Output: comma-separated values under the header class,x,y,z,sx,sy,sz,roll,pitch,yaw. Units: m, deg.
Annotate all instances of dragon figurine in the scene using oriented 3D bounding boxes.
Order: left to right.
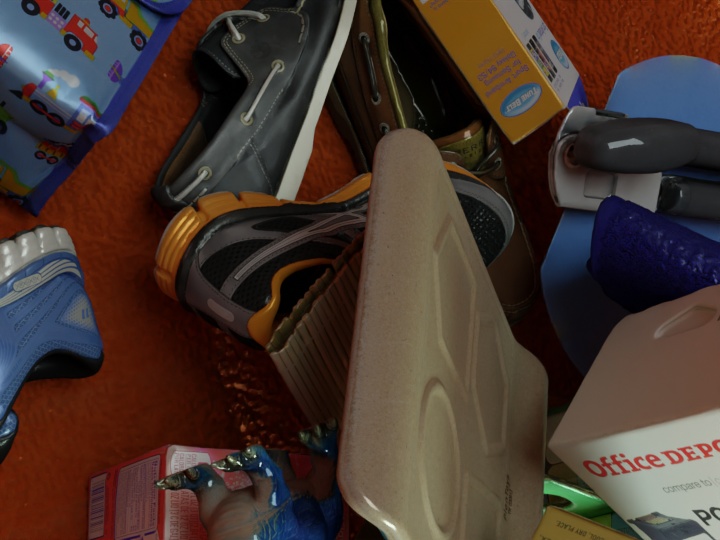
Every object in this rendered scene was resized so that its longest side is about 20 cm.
class,x,y,z,sx,sy,sz,roll,pitch,yaw
dragon figurine,-0.025,0.119,0.691,0.200,0.058,0.100,-10,80,-63

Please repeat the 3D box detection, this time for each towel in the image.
class,x,y,z,sx,sy,sz,roll,pitch,yaw
towel,0.208,0.033,0.823,0.199,0.148,0.050,27,91,20

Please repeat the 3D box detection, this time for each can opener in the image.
class,x,y,z,sx,sy,sz,roll,pitch,yaw
can opener,0.186,-0.051,0.898,0.199,0.067,0.054,5,97,-33

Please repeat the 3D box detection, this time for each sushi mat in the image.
class,x,y,z,sx,sy,sz,roll,pitch,yaw
sushi mat,0.018,0.059,0.808,0.096,0.012,0.201,-48,142,-17

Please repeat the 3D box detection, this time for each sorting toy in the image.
class,x,y,z,sx,sy,sz,roll,pitch,yaw
sorting toy,0.037,0.067,0.737,0.200,0.036,0.186,57,32,-48

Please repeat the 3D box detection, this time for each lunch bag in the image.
class,x,y,z,sx,sy,sz,roll,pitch,yaw
lunch bag,-0.158,-0.155,0.815,0.150,0.094,0.201,38,49,-14

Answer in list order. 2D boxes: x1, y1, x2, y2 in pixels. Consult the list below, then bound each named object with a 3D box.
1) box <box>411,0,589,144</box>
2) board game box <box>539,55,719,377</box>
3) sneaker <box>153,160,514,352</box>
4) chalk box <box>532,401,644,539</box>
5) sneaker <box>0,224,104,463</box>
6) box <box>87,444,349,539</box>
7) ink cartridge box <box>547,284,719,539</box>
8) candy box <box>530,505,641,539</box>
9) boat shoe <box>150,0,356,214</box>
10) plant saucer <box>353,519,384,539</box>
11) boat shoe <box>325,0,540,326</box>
class,x,y,z,sx,sy,sz,roll,pitch,yaw
box,0.060,-0.151,0.916,0.201,0.041,0.119,57,17,-6
board game box,0.166,-0.022,0.955,0.157,0.039,0.201,29,78,-32
sneaker,0.000,0.000,0.817,0.199,0.077,0.079,-13,127,-32
chalk box,0.163,0.133,0.886,0.198,0.124,0.125,7,73,-27
sneaker,-0.194,0.054,0.729,0.199,0.078,0.090,-28,89,-33
box,-0.066,0.186,0.752,0.094,0.102,0.202,7,72,-28
ink cartridge box,0.205,0.104,0.759,0.200,0.145,0.085,44,61,-12
candy box,0.073,0.218,0.713,0.201,0.056,0.117,-59,145,-19
boat shoe,-0.050,-0.110,0.860,0.067,0.072,0.202,26,68,-22
plant saucer,0.041,0.206,0.786,0.200,0.031,0.202,28,58,-59
boat shoe,0.041,-0.058,0.900,0.072,0.068,0.201,-37,96,-32
